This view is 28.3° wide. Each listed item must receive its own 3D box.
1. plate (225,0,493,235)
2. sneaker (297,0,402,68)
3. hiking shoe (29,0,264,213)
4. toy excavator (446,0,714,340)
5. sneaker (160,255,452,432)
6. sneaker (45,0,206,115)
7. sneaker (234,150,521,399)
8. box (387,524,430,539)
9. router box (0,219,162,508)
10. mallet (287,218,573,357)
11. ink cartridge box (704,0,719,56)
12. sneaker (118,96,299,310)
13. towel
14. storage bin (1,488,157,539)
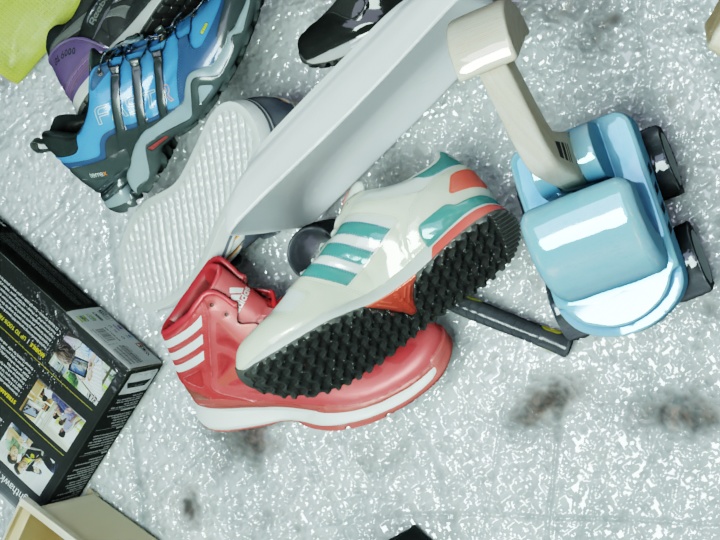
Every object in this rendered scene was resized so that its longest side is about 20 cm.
[{"bbox_3d":[0.005,-0.103,0.880,0.032,0.200,0.200,46,101,6],"label":"plate"},{"bbox_3d":[0.034,-0.210,0.935,0.199,0.070,0.090,-28,94,18],"label":"sneaker"},{"bbox_3d":[-0.140,-0.132,0.963,0.086,0.075,0.200,34,109,-14],"label":"hiking shoe"},{"bbox_3d":[0.125,-0.054,0.840,0.099,0.200,0.196,-20,84,20],"label":"toy excavator"},{"bbox_3d":[-0.046,0.044,0.950,0.199,0.079,0.116,-15,127,20],"label":"sneaker"},{"bbox_3d":[-0.153,-0.201,1.019,0.200,0.076,0.088,-41,71,17],"label":"sneaker"},{"bbox_3d":[0.000,0.000,0.909,0.199,0.070,0.094,-34,51,4],"label":"sneaker"},{"bbox_3d":[0.009,0.297,0.933,0.148,0.124,0.200,42,106,16],"label":"box"},{"bbox_3d":[-0.265,0.068,1.077,0.200,0.051,0.150,40,106,17],"label":"router box"},{"bbox_3d":[0.049,0.013,0.965,0.199,0.066,0.041,20,102,5],"label":"mallet"},{"bbox_3d":[0.311,-0.179,0.794,0.164,0.075,0.201,28,111,0],"label":"ink cartridge box"},{"bbox_3d":[-0.095,-0.043,1.001,0.200,0.079,0.079,-46,70,39],"label":"sneaker"},{"bbox_3d":[-0.221,-0.230,1.041,0.200,0.086,0.018,-46,33,14],"label":"towel"},{"bbox_3d":[-0.185,0.294,1.027,0.199,0.094,0.200,31,101,18],"label":"storage bin"}]
